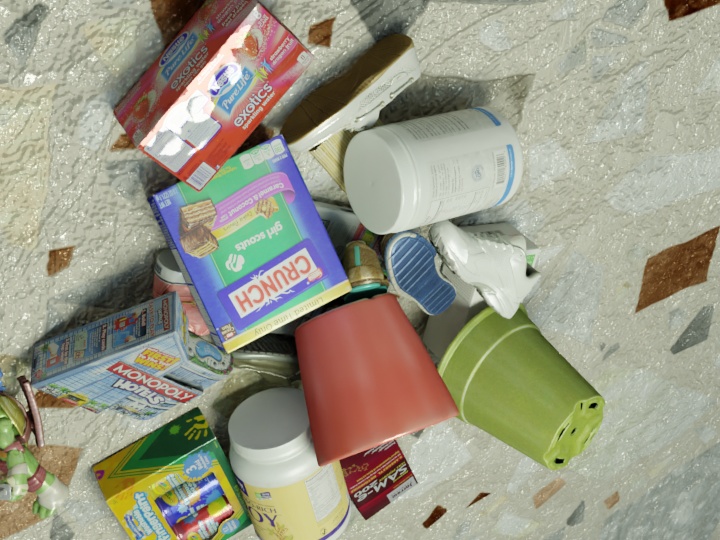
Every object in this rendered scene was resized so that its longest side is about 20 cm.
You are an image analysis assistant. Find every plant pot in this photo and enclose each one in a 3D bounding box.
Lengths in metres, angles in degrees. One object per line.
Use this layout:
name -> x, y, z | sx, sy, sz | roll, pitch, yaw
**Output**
plant pot -> 0.234, 0.174, 1.441 | 0.199, 0.190, 0.202 | -28, 137, -30
plant pot -> 0.008, 0.136, 1.329 | 0.199, 0.179, 0.200 | -19, 172, -3

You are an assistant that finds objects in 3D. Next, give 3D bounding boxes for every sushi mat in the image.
sushi mat -> 0.021, -0.126, 1.340 | 0.096, 0.012, 0.200 | -43, 133, 1

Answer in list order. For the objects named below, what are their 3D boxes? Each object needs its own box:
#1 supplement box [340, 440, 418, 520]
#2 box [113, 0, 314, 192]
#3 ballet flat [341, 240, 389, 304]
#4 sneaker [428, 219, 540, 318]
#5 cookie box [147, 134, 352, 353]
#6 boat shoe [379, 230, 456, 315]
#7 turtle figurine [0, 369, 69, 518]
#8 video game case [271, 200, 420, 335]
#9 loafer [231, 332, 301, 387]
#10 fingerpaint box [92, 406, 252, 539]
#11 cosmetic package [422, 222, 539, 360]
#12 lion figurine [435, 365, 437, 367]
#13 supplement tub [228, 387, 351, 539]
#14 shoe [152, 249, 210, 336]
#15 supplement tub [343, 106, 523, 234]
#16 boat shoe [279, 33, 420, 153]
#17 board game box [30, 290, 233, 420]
supplement box -> 0.007, 0.290, 1.597 | 0.108, 0.061, 0.201 | -34, 134, -8
box -> -0.160, -0.202, 1.115 | 0.200, 0.096, 0.100 | -48, 134, 6
ballet flat -> 0.000, 0.000, 1.319 | 0.067, 0.073, 0.200 | -10, 171, 2
sneaker -> 0.168, -0.024, 1.364 | 0.099, 0.078, 0.200 | -46, 131, 7
cookie box -> -0.129, -0.031, 1.206 | 0.170, 0.075, 0.202 | -27, 98, -13
boat shoe -> 0.062, -0.006, 1.360 | 0.072, 0.072, 0.200 | -42, 147, -4
turtle figurine -> -0.446, 0.234, 1.218 | 0.142, 0.201, 0.195 | -6, 138, 14
video game case -> -0.034, 0.007, 1.387 | 0.181, 0.023, 0.201 | 10, 119, -36
loafer -> -0.112, 0.128, 1.395 | 0.199, 0.075, 0.070 | 11, 111, -37
fingerpaint box -> -0.254, 0.316, 1.440 | 0.166, 0.073, 0.201 | -28, 132, -13
cosmetic package -> 0.174, 0.038, 1.506 | 0.107, 0.085, 0.202 | -8, 124, -31
lion figurine -> 0.041, 0.152, 1.495 | 0.201, 0.121, 0.073 | 106, 8, -55
supplement tub -> -0.099, 0.278, 1.425 | 0.144, 0.145, 0.202 | -24, 124, -15
shoe -> -0.164, 0.029, 1.290 | 0.198, 0.072, 0.092 | 3, 123, -21
supplement tub -> 0.093, -0.128, 1.289 | 0.198, 0.132, 0.133 | -15, 129, -32
boat shoe -> -0.005, -0.197, 1.233 | 0.199, 0.071, 0.070 | -38, 132, -5
board game box -> -0.256, 0.111, 1.247 | 0.199, 0.062, 0.199 | -29, 139, 27
